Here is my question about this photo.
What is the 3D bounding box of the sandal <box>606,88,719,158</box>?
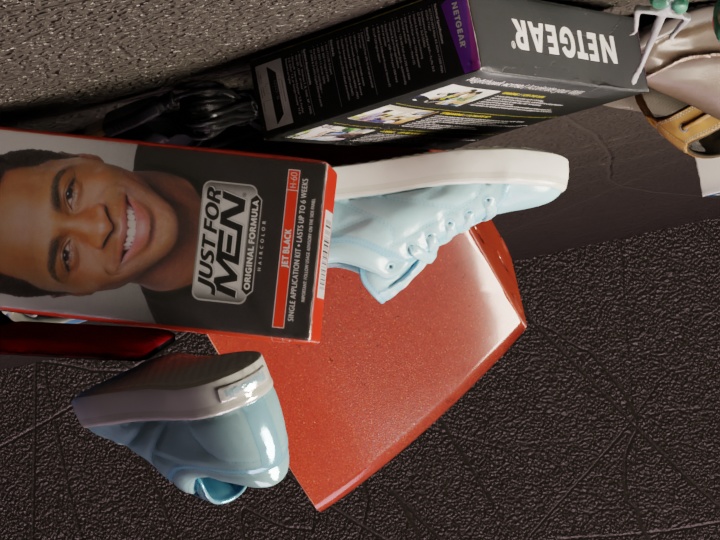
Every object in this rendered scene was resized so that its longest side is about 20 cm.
[{"bbox_3d":[0.248,-0.101,1.455,0.198,0.055,0.082,18,160,4],"label":"sandal"}]

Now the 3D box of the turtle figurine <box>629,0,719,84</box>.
[{"bbox_3d":[0.223,-0.136,1.125,0.149,0.101,0.200,32,162,-12],"label":"turtle figurine"}]

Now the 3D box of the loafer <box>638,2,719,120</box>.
[{"bbox_3d":[0.238,-0.130,1.356,0.198,0.072,0.073,-9,175,-33],"label":"loafer"}]

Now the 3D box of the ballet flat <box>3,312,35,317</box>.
[{"bbox_3d":[-0.297,0.005,1.472,0.198,0.070,0.069,0,-179,23],"label":"ballet flat"}]

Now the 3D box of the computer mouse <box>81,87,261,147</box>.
[{"bbox_3d":[-0.144,-0.068,1.297,0.198,0.047,0.140,-13,177,21],"label":"computer mouse"}]

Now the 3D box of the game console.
[{"bbox_3d":[-0.213,0.083,1.279,0.173,0.118,0.200,-56,180,1],"label":"game console"}]

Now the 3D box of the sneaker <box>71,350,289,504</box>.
[{"bbox_3d":[-0.103,0.094,1.190,0.073,0.083,0.200,-22,-172,-26],"label":"sneaker"}]

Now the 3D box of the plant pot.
[{"bbox_3d":[0.000,0.000,1.401,0.175,0.201,0.200,-28,-160,10],"label":"plant pot"}]

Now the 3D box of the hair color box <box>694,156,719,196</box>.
[{"bbox_3d":[0.333,-0.123,1.507,0.198,0.101,0.060,-13,179,20],"label":"hair color box"}]

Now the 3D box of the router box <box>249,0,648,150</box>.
[{"bbox_3d":[0.055,-0.112,1.217,0.148,0.052,0.199,-14,173,33],"label":"router box"}]

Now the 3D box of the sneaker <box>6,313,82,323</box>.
[{"bbox_3d":[-0.178,-0.009,1.570,0.199,0.072,0.073,-27,-159,14],"label":"sneaker"}]

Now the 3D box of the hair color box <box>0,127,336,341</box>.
[{"bbox_3d":[-0.118,-0.019,1.190,0.198,0.103,0.061,5,178,5],"label":"hair color box"}]

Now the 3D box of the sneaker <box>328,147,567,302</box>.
[{"bbox_3d":[0.028,-0.025,1.261,0.198,0.083,0.074,-8,178,5],"label":"sneaker"}]
